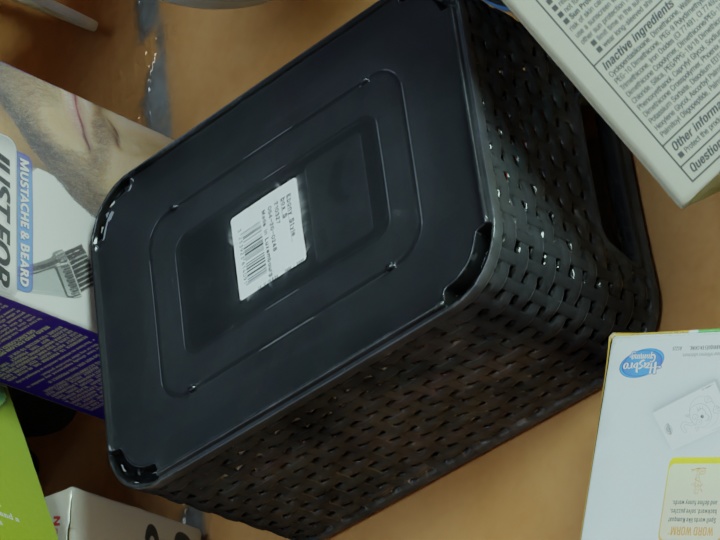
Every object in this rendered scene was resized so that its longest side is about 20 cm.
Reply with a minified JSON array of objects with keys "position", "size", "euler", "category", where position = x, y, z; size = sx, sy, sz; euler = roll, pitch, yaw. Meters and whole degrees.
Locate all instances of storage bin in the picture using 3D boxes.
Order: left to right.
[{"position":[0.000,0.000,1.108],"size":[0.200,0.094,0.136],"euler":[-31,53,34],"category":"storage bin"}]

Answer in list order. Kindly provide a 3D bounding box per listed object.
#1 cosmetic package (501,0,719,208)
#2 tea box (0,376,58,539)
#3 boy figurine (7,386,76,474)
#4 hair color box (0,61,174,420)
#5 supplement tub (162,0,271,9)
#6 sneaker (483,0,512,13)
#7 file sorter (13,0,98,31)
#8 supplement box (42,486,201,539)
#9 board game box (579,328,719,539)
[{"position":[0.089,-0.131,1.011],"size":[0.105,0.071,0.200],"euler":[-42,81,24],"category":"cosmetic package"},{"position":[-0.223,0.144,1.138],"size":[0.200,0.133,0.197],"euler":[-47,44,22],"category":"tea box"},{"position":[-0.184,0.004,1.325],"size":[0.125,0.064,0.200],"euler":[-55,44,28],"category":"boy figurine"},{"position":[-0.138,-0.017,1.181],"size":[0.065,0.200,0.110],"euler":[-27,55,34],"category":"hair color box"},{"position":[-0.039,-0.208,1.155],"size":[0.200,0.144,0.145],"euler":[127,144,-56],"category":"supplement tub"},{"position":[0.099,-0.153,1.076],"size":[0.199,0.083,0.071],"euler":[-26,56,37],"category":"sneaker"},{"position":[-0.172,-0.184,1.348],"size":[0.139,0.124,0.201],"euler":[24,91,50],"category":"file sorter"},{"position":[-0.157,0.177,1.212],"size":[0.199,0.073,0.127],"euler":[-21,59,40],"category":"supplement box"},{"position":[0.132,0.118,0.953],"size":[0.153,0.040,0.201],"euler":[-3,71,46],"category":"board game box"}]
